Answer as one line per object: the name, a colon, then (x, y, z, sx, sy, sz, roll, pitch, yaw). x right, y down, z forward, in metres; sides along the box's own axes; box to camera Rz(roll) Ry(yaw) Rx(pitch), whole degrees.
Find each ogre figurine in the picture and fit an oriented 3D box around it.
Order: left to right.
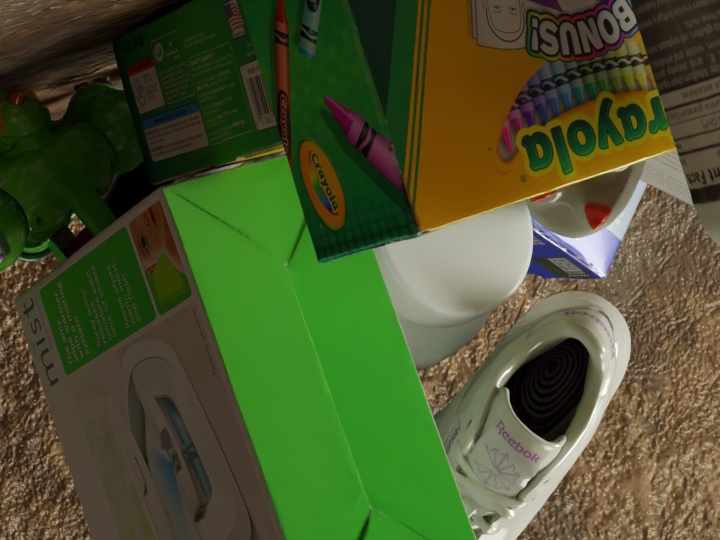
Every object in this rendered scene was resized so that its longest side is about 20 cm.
ogre figurine: (-0.166, -0.038, 1.089, 0.199, 0.099, 0.120, -18, -177, -39)

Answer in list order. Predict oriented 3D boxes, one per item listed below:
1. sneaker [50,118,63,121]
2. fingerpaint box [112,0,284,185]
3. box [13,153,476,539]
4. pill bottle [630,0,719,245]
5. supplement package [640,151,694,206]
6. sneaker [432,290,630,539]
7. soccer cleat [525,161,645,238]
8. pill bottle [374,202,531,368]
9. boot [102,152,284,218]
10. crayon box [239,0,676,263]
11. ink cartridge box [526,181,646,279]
sneaker: (-0.224, -0.044, 1.205, 0.077, 0.079, 0.200, -33, 174, 42)
fingerpaint box: (0.007, -0.099, 0.948, 0.166, 0.074, 0.200, -17, -176, -23)
box: (-0.053, 0.071, 0.999, 0.096, 0.201, 0.176, -15, 173, -34)
pill bottle: (0.152, -0.071, 0.740, 0.110, 0.201, 0.111, -18, -178, 1)
supplement package: (0.227, -0.107, 1.110, 0.117, 0.117, 0.200, 26, 159, -6)
sneaker: (0.050, 0.092, 1.033, 0.200, 0.075, 0.100, -55, 176, 4)
soccer cleat: (0.129, -0.106, 0.993, 0.201, 0.069, 0.078, -61, 179, 20)
pill bottle: (0.000, 0.000, 1.100, 0.110, 0.111, 0.200, -18, 176, -29)
boot: (-0.064, -0.071, 1.178, 0.095, 0.074, 0.200, -14, 159, -42)
crayon box: (0.055, -0.086, 0.797, 0.199, 0.119, 0.058, -19, -177, -40)
ink cartridge box: (0.105, -0.072, 1.317, 0.076, 0.201, 0.136, 33, 164, -31)
